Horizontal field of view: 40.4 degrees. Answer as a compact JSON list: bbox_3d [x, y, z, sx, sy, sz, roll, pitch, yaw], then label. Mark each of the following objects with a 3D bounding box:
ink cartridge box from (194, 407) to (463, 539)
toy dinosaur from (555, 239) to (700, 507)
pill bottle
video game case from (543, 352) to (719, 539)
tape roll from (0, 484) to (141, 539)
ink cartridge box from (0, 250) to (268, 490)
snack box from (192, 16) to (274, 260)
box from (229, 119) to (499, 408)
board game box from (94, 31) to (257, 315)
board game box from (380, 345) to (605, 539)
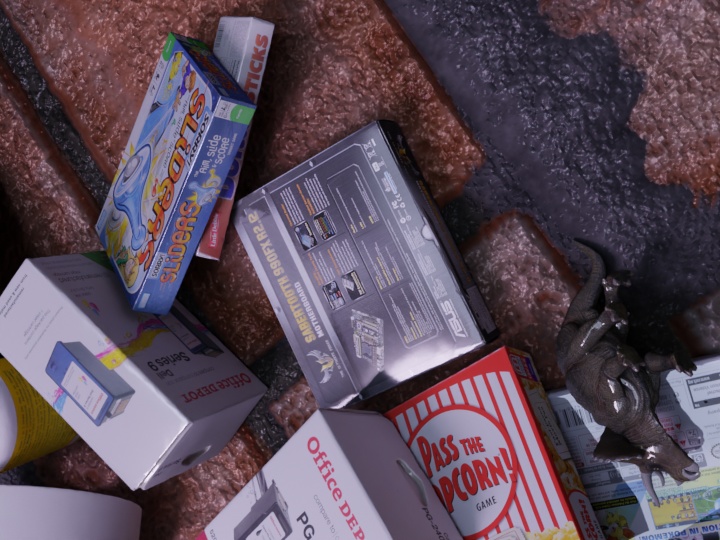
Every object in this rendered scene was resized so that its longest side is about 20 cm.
[{"bbox_3d":[-0.035,0.223,0.758,0.200,0.083,0.145,-49,53,21],"label":"ink cartridge box"},{"bbox_3d":[0.176,0.065,0.712,0.200,0.077,0.102,62,142,31],"label":"toy dinosaur"},{"bbox_3d":[-0.323,0.121,0.870,0.112,0.200,0.113,2,97,21],"label":"pill bottle"},{"bbox_3d":[0.237,0.165,0.750,0.200,0.022,0.182,-16,90,22],"label":"video game case"},{"bbox_3d":[-0.299,0.242,0.870,0.202,0.202,0.071,-8,66,22],"label":"tape roll"},{"bbox_3d":[-0.199,0.078,0.846,0.200,0.145,0.088,44,108,13],"label":"ink cartridge box"},{"bbox_3d":[-0.119,-0.114,0.830,0.072,0.024,0.200,24,102,57],"label":"snack box"},{"bbox_3d":[0.000,0.000,0.810,0.158,0.048,0.200,-28,85,23],"label":"box"},{"bbox_3d":[-0.161,-0.082,0.826,0.135,0.034,0.200,51,122,46],"label":"board game box"},{"bbox_3d":[0.095,0.181,0.749,0.151,0.046,0.200,-34,59,26],"label":"board game box"}]
